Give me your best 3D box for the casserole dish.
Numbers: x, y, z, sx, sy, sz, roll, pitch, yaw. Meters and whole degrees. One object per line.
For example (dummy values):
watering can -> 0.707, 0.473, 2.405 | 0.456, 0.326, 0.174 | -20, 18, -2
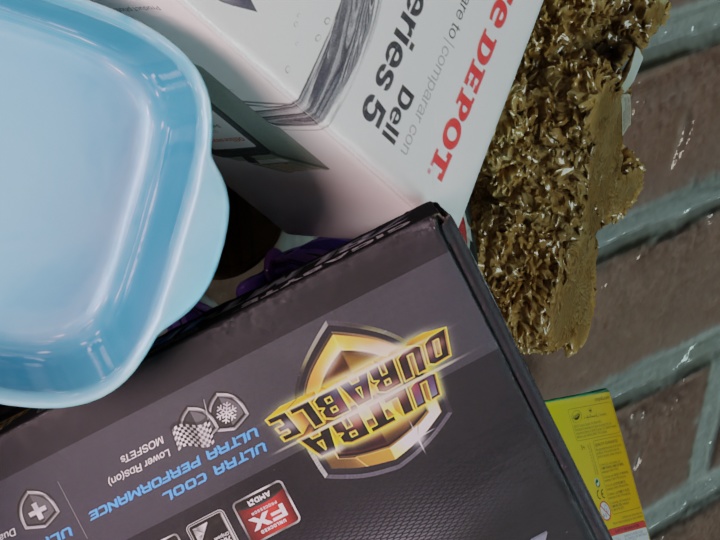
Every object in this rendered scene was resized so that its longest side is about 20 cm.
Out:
casserole dish -> -0.137, -0.033, 0.715 | 0.199, 0.039, 0.122 | 16, 94, -14

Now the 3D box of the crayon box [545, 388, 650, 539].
crayon box -> 0.056, 0.125, 1.115 | 0.200, 0.058, 0.119 | -5, 78, -53

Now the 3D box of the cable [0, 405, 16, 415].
cable -> -0.141, 0.078, 0.805 | 0.199, 0.050, 0.097 | 6, 100, -34

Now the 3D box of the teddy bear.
teddy bear -> 0.082, -0.065, 1.083 | 0.145, 0.067, 0.201 | -22, 123, -59

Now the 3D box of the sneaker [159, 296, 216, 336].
sneaker -> -0.041, 0.056, 0.913 | 0.199, 0.083, 0.081 | 14, 98, -32

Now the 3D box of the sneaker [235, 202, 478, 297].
sneaker -> 0.000, 0.000, 0.897 | 0.200, 0.083, 0.081 | -57, 142, -77

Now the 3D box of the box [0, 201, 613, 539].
box -> -0.018, 0.110, 0.784 | 0.199, 0.199, 0.050 | -26, -173, 1

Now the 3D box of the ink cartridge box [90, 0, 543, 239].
ink cartridge box -> -0.029, -0.119, 0.791 | 0.200, 0.084, 0.146 | 39, 65, -42

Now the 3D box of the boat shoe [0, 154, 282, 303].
boat shoe -> -0.094, -0.026, 0.844 | 0.200, 0.072, 0.072 | -22, 110, -60
